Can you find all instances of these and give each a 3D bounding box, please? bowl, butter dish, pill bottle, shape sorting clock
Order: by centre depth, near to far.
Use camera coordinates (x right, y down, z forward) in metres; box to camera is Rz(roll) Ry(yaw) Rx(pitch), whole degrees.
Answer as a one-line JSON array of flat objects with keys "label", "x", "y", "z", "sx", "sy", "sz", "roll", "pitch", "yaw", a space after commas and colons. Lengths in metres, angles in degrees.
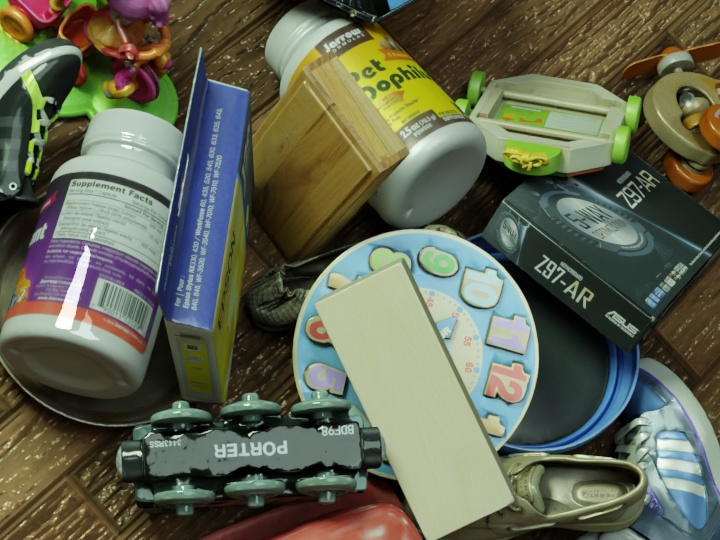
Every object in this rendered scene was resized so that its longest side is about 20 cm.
[{"label": "butter dish", "x": -0.007, "y": 0.255, "z": 1.322, "sx": 0.199, "sy": 0.148, "sz": 0.201, "roll": -16, "pitch": 75, "yaw": -27}, {"label": "pill bottle", "x": -0.191, "y": -0.016, "z": 1.340, "sx": 0.111, "sy": 0.111, "sz": 0.201, "roll": 21, "pitch": 62, "yaw": -14}, {"label": "shape sorting clock", "x": 0.045, "y": 0.067, "z": 1.423, "sx": 0.198, "sy": 0.039, "sz": 0.202, "roll": 1, "pitch": 85, "yaw": -8}, {"label": "pill bottle", "x": 0.007, "y": -0.136, "z": 1.489, "sx": 0.109, "sy": 0.110, "sz": 0.200, "roll": -26, "pitch": 60, "yaw": -29}, {"label": "bowl", "x": 0.136, "y": 0.063, "z": 1.506, "sx": 0.199, "sy": 0.039, "sz": 0.202, "roll": 5, "pitch": 64, "yaw": -11}]

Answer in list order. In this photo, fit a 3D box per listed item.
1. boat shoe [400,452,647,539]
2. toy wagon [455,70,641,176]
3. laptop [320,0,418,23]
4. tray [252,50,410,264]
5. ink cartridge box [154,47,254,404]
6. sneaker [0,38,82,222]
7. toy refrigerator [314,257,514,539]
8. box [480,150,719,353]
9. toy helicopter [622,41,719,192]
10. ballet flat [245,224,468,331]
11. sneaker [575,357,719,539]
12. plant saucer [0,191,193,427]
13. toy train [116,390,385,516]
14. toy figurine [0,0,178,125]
[{"label": "boat shoe", "x": 0.130, "y": 0.177, "z": 1.428, "sx": 0.198, "sy": 0.065, "sz": 0.073, "roll": -2, "pitch": 64, "yaw": 2}, {"label": "toy wagon", "x": 0.157, "y": -0.122, "z": 1.542, "sx": 0.154, "sy": 0.040, "sz": 0.200, "roll": 10, "pitch": 30, "yaw": 12}, {"label": "laptop", "x": 0.001, "y": -0.284, "z": 1.519, "sx": 0.199, "sy": 0.104, "sz": 0.177, "roll": 24, "pitch": 17, "yaw": -12}, {"label": "tray", "x": -0.039, "y": -0.083, "z": 1.414, "sx": 0.037, "sy": 0.200, "sz": 0.099, "roll": -34, "pitch": 85, "yaw": -29}, {"label": "ink cartridge box", "x": -0.110, "y": -0.028, "z": 1.330, "sx": 0.047, "sy": 0.200, "sz": 0.199, "roll": 7, "pitch": 66, "yaw": 0}, {"label": "sneaker", "x": -0.265, "y": -0.082, "z": 1.367, "sx": 0.083, "sy": 0.072, "sz": 0.200, "roll": 38, "pitch": 89, "yaw": 17}, {"label": "toy refrigerator", "x": 0.042, "y": 0.097, "z": 1.371, "sx": 0.075, "sy": 0.070, "sz": 0.201, "roll": -26, "pitch": 92, "yaw": 5}, {"label": "box", "x": 0.215, "y": -0.032, "z": 1.533, "sx": 0.160, "sy": 0.044, "sz": 0.200, "roll": 39, "pitch": 38, "yaw": 11}, {"label": "toy helicopter", "x": 0.336, "y": -0.169, "z": 1.694, "sx": 0.199, "sy": 0.079, "sz": 0.132, "roll": -29, "pitch": 73, "yaw": -40}, {"label": "ballet flat", "x": 0.000, "y": 0.000, "z": 1.464, "sx": 0.198, "sy": 0.047, "sz": 0.068, "roll": -14, "pitch": 56, "yaw": -15}, {"label": "sneaker", "x": 0.228, "y": 0.182, "z": 1.489, "sx": 0.145, "sy": 0.081, "sz": 0.201, "roll": -18, "pitch": 74, "yaw": -24}, {"label": "plant saucer", "x": -0.200, "y": 0.029, "z": 1.399, "sx": 0.198, "sy": 0.032, "sz": 0.202, "roll": 8, "pitch": 66, "yaw": -19}, {"label": "toy train", "x": -0.082, "y": 0.141, "z": 1.335, "sx": 0.198, "sy": 0.114, "sz": 0.086, "roll": -4, "pitch": 75, "yaw": -7}, {"label": "toy figurine", "x": -0.205, "y": -0.210, "z": 1.406, "sx": 0.200, "sy": 0.184, "sz": 0.150, "roll": 41, "pitch": 60, "yaw": -3}]
